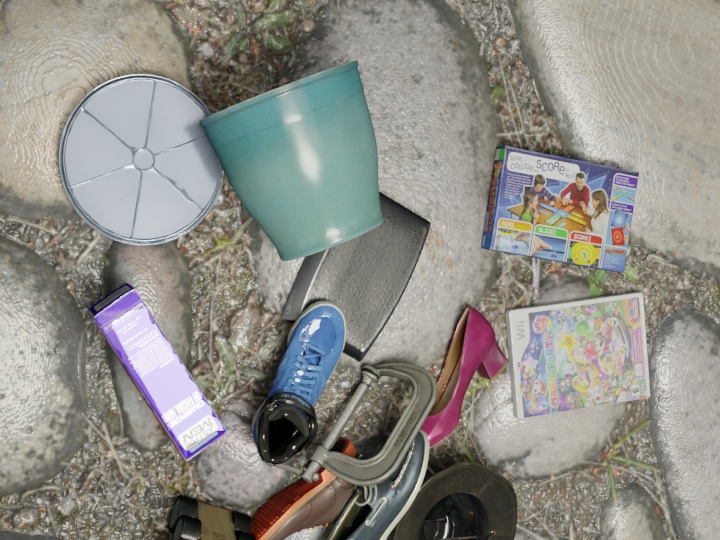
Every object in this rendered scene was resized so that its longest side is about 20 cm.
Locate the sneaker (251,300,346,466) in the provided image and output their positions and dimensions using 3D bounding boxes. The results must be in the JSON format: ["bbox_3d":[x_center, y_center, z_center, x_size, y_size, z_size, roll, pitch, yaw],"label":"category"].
[{"bbox_3d":[-0.070,0.140,1.519,0.076,0.111,0.202,27,100,-14],"label":"sneaker"}]

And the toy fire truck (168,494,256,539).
[{"bbox_3d":[-0.214,0.389,1.490,0.127,0.176,0.203,19,102,-17],"label":"toy fire truck"}]

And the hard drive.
[{"bbox_3d":[0.000,0.000,1.590,0.134,0.042,0.202,29,85,-15],"label":"hard drive"}]

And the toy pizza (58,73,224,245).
[{"bbox_3d":[-0.260,-0.132,1.513,0.197,0.032,0.204,-1,94,-15],"label":"toy pizza"}]

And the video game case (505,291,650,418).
[{"bbox_3d":[0.293,0.112,1.694,0.197,0.018,0.146,-7,95,-16],"label":"video game case"}]

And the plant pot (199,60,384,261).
[{"bbox_3d":[-0.065,-0.120,1.480,0.197,0.200,0.191,-22,97,-14],"label":"plant pot"}]

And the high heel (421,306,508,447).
[{"bbox_3d":[0.104,0.142,1.610,0.200,0.067,0.096,-42,113,-15],"label":"high heel"}]

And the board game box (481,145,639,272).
[{"bbox_3d":[0.264,-0.080,1.666,0.197,0.034,0.138,10,89,-17],"label":"board game box"}]

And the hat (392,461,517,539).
[{"bbox_3d":[0.109,0.325,1.617,0.197,0.081,0.204,-8,111,-21],"label":"hat"}]

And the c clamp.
[{"bbox_3d":[-0.002,0.186,1.564,0.201,0.169,0.027,-52,136,-21],"label":"c clamp"}]

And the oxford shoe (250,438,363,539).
[{"bbox_3d":[-0.067,0.302,1.574,0.199,0.071,0.073,-41,108,-11],"label":"oxford shoe"}]

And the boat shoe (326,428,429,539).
[{"bbox_3d":[0.016,0.278,1.548,0.061,0.075,0.202,27,99,-26],"label":"boat shoe"}]

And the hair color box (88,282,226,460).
[{"bbox_3d":[-0.241,0.117,1.491,0.064,0.109,0.202,-35,101,-11],"label":"hair color box"}]
